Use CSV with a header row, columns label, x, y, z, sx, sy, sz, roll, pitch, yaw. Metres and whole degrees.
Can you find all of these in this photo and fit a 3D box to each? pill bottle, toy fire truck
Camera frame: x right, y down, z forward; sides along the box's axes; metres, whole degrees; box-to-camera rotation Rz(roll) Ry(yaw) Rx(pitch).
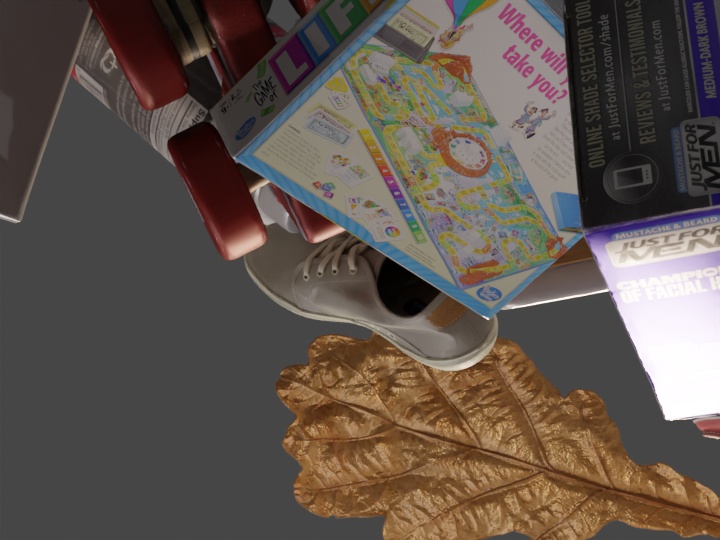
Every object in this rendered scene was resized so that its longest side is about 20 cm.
label,x,y,z,sx,sy,sz,roll,pitch,yaw
pill bottle,-0.091,-0.116,0.858,0.200,0.111,0.111,40,-173,14
toy fire truck,-0.062,-0.110,0.685,0.200,0.112,0.168,64,174,-23

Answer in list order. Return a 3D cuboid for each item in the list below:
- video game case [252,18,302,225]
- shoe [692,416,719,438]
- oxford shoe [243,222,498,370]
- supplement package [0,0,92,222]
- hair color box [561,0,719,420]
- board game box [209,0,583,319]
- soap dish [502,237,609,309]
label,x,y,z,sx,sy,sz,roll,pitch,yaw
video game case,0.019,-0.085,0.981,0.182,0.200,0.022,19,137,-9
shoe,0.282,0.125,0.851,0.071,0.091,0.200,10,174,-32
oxford shoe,0.000,0.000,0.833,0.200,0.075,0.058,24,152,42
supplement package,-0.230,-0.145,0.769,0.121,0.200,0.120,19,-179,-30
hair color box,0.139,-0.023,0.582,0.065,0.110,0.200,-10,151,19
board game box,0.048,-0.064,0.616,0.200,0.134,0.034,32,-158,-46
soap dish,0.166,-0.033,0.837,0.199,0.081,0.157,-12,179,5
